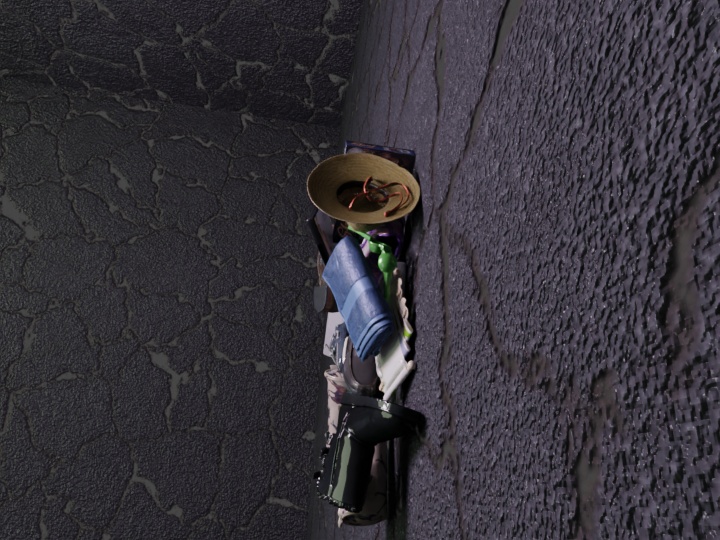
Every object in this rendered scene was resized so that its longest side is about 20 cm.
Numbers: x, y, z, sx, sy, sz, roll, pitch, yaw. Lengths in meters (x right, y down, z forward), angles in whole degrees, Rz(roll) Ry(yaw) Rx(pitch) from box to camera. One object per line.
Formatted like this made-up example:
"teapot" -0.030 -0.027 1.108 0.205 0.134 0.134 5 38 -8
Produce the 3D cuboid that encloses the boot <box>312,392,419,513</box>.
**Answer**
"boot" 0.005 0.275 0.775 0.197 0.073 0.165 -13 56 58

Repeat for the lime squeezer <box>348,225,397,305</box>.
"lime squeezer" 0.032 -0.022 0.910 0.202 0.037 0.071 67 151 29

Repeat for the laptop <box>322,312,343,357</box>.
"laptop" -0.024 0.158 1.232 0.115 0.197 0.191 -17 -61 -60

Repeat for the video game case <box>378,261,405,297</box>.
"video game case" 0.054 0.104 0.994 0.182 0.023 0.204 120 154 -74

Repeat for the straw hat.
"straw hat" 0.003 -0.117 0.923 0.086 0.197 0.203 93 178 -49

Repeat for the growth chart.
"growth chart" 0.052 0.109 0.880 0.145 0.017 0.202 122 151 -45

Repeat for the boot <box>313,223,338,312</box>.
"boot" -0.047 -0.001 1.192 0.074 0.096 0.204 5 85 54

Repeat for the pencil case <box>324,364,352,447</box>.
"pencil case" -0.038 0.307 1.105 0.089 0.076 0.204 -131 40 -76

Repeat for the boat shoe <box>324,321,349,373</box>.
"boat shoe" -0.036 0.162 1.098 0.201 0.061 0.076 -86 -23 -65

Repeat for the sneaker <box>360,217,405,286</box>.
"sneaker" 0.027 -0.017 0.984 0.089 0.079 0.202 -106 38 -58

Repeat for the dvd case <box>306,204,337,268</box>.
"dvd case" -0.057 -0.034 1.067 0.143 0.017 0.203 -82 -28 -69

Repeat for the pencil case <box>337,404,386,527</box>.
"pencil case" 0.002 0.331 0.891 0.078 0.088 0.203 81 -172 -56

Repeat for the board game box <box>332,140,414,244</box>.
"board game box" 0.022 -0.145 1.021 0.035 0.133 0.203 -97 14 -61

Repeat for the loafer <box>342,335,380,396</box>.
"loafer" 0.005 0.152 0.964 0.201 0.071 0.073 -97 15 -62

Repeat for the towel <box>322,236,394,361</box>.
"towel" -0.007 0.045 0.903 0.112 0.048 0.202 -62 41 44
